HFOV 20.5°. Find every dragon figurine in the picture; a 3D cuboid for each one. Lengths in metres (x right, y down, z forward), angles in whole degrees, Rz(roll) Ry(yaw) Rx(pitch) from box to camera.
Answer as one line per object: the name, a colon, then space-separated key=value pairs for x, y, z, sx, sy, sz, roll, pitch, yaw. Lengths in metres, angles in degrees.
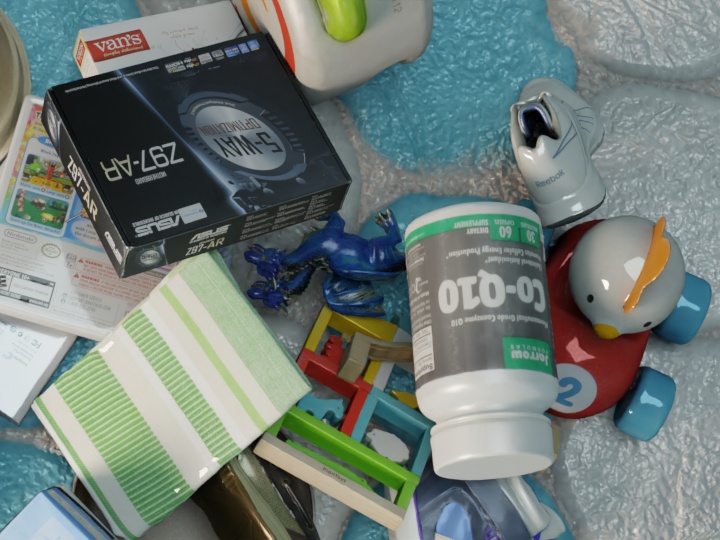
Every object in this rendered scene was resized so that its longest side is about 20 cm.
dragon figurine: x=0.000 y=0.000 z=1.649 sx=0.199 sy=0.059 sz=0.100 roll=11 pitch=46 yaw=-7

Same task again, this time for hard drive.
hard drive: x=-0.279 y=0.007 z=1.633 sx=0.132 sy=0.025 sz=0.201 roll=33 pitch=74 yaw=-2

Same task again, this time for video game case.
video game case: x=-0.202 y=-0.032 z=1.628 sx=0.199 sy=0.024 sz=0.183 roll=16 pitch=71 yaw=-9

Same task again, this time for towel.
towel: x=-0.150 y=0.098 z=1.558 sx=0.200 sy=0.023 sz=0.153 roll=-42 pitch=69 yaw=12

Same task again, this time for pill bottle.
pill bottle: x=0.097 y=0.057 z=1.566 sx=0.112 sy=0.113 sz=0.201 roll=-1 pitch=73 yaw=-11

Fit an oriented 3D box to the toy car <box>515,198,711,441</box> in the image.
toy car: x=0.203 y=0.026 z=1.629 sx=0.184 sy=0.200 sz=0.178 roll=25 pitch=74 yaw=-4

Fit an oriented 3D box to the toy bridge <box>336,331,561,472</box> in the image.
toy bridge: x=0.074 y=0.095 z=1.636 sx=0.199 sy=0.027 sz=0.067 roll=26 pitch=42 yaw=-8

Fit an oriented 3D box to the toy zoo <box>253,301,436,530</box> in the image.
toy zoo: x=0.004 y=0.104 z=1.623 sx=0.131 sy=0.020 sz=0.200 roll=29 pitch=45 yaw=-5

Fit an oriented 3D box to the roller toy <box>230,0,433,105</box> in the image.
roller toy: x=-0.027 y=-0.245 z=1.656 sx=0.139 sy=0.183 sz=0.200 roll=-25 pitch=61 yaw=-15

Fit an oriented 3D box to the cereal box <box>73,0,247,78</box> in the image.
cereal box: x=-0.136 y=-0.125 z=1.643 sx=0.143 sy=0.040 sz=0.201 roll=-15 pitch=65 yaw=-27

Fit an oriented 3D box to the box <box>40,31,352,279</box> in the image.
box: x=-0.130 y=-0.094 z=1.573 sx=0.199 sy=0.044 sz=0.161 roll=-17 pitch=64 yaw=-25

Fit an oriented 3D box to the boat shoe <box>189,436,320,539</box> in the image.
boat shoe: x=-0.101 y=0.158 z=1.584 sx=0.065 sy=0.073 sz=0.201 roll=-12 pitch=65 yaw=-47

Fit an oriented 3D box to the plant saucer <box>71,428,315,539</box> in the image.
plant saucer: x=-0.136 y=0.199 z=1.614 sx=0.199 sy=0.032 sz=0.202 roll=2 pitch=76 yaw=-10

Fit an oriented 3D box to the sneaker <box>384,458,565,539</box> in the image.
sneaker: x=0.103 y=0.244 z=1.623 sx=0.145 sy=0.081 sz=0.201 roll=-7 pitch=74 yaw=-8

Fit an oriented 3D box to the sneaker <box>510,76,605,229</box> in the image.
sneaker: x=0.160 y=-0.119 z=1.668 sx=0.074 sy=0.200 sz=0.087 roll=-25 pitch=118 yaw=12

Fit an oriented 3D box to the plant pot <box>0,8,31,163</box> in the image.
plant pot: x=-0.359 y=-0.175 z=1.576 sx=0.199 sy=0.184 sz=0.202 roll=2 pitch=78 yaw=-10

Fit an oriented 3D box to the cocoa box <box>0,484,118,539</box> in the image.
cocoa box: x=-0.257 y=0.278 z=1.503 sx=0.133 sy=0.131 sz=0.200 roll=44 pitch=85 yaw=1
